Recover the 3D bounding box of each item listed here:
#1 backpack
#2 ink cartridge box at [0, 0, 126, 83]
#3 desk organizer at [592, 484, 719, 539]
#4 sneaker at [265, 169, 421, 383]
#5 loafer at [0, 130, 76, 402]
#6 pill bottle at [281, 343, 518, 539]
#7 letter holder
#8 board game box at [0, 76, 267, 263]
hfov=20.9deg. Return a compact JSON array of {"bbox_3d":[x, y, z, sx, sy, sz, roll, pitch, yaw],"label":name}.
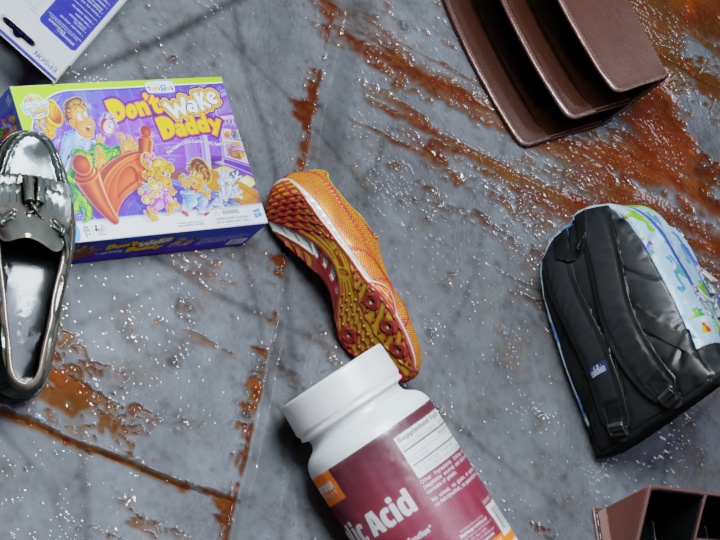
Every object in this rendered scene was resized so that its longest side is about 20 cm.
[{"bbox_3d":[0.243,0.037,1.745,0.153,0.163,0.201,-18,71,-49],"label":"backpack"},{"bbox_3d":[-0.246,-0.231,1.590,0.099,0.039,0.201,43,44,-11],"label":"ink cartridge box"},{"bbox_3d":[0.309,0.241,1.724,0.198,0.077,0.072,10,61,-32],"label":"desk organizer"},{"bbox_3d":[0.000,0.000,1.634,0.077,0.073,0.201,-26,86,-51],"label":"sneaker"},{"bbox_3d":[-0.240,-0.005,1.427,0.071,0.063,0.202,4,84,-20],"label":"loafer"},{"bbox_3d":[0.030,0.167,1.537,0.114,0.114,0.201,-30,85,-41],"label":"pill bottle"},{"bbox_3d":[0.176,-0.236,1.865,0.141,0.100,0.202,-18,78,-38],"label":"letter holder"},{"bbox_3d":[-0.184,-0.082,1.559,0.198,0.045,0.136,-8,71,-38],"label":"board game box"}]
